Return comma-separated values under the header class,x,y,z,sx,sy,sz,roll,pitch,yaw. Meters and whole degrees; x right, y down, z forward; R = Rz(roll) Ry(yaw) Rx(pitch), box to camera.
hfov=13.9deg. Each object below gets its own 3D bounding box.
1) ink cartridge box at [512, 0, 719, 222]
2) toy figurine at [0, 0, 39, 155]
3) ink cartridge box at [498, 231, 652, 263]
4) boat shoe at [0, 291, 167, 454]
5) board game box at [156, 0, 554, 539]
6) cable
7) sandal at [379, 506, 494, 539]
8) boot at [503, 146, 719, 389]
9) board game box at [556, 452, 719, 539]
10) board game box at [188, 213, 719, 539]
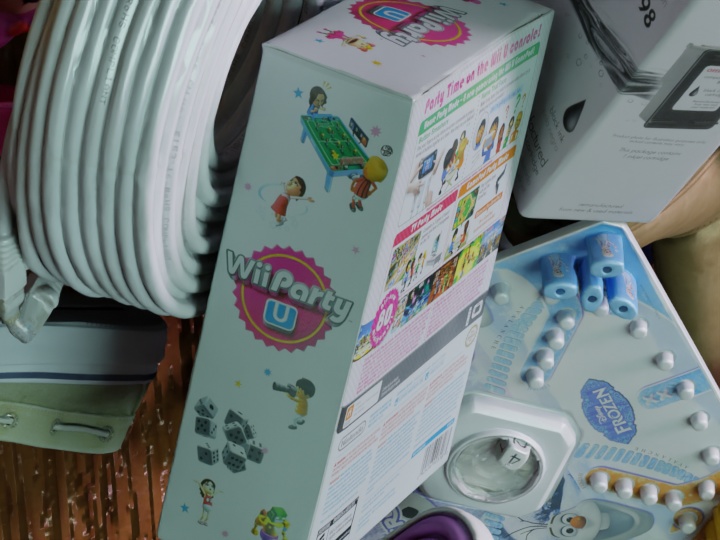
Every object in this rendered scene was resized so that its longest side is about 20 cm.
class,x,y,z,sx,sy,sz,roll,pitch,yaw
ink cartridge box,0.118,-0.121,1.129,0.067,0.116,0.200,3,145,-28
toy figurine,-0.145,-0.129,1.058,0.200,0.150,0.184,-53,146,-34
ink cartridge box,0.113,-0.089,1.301,0.200,0.041,0.200,34,85,-40
boat shoe,-0.157,0.042,1.129,0.200,0.072,0.062,4,103,-41
board game box,0.000,0.000,1.103,0.148,0.064,0.201,-36,144,-61
cable,-0.057,-0.082,1.056,0.200,0.069,0.200,-54,161,-42
sandal,-0.031,0.166,1.248,0.203,0.083,0.050,-43,131,6
boot,0.142,0.013,1.300,0.175,0.066,0.200,-34,133,-28
board game box,0.170,0.112,1.346,0.200,0.035,0.135,-32,139,23
board game box,0.058,0.085,1.259,0.200,0.026,0.200,-21,128,15
